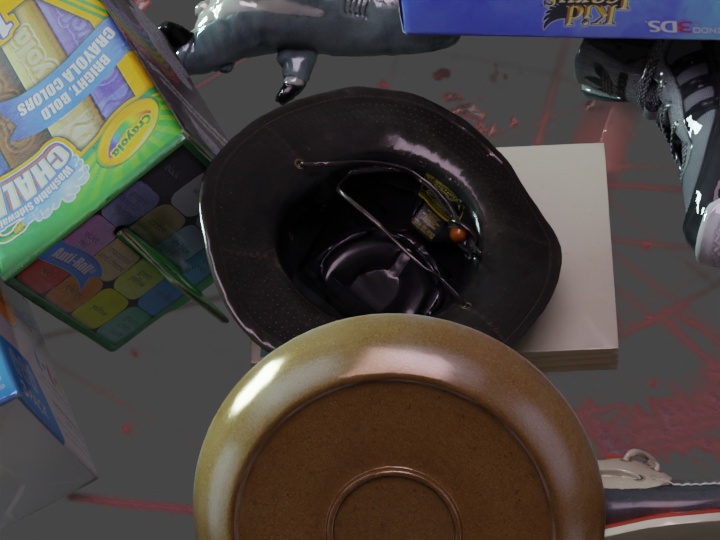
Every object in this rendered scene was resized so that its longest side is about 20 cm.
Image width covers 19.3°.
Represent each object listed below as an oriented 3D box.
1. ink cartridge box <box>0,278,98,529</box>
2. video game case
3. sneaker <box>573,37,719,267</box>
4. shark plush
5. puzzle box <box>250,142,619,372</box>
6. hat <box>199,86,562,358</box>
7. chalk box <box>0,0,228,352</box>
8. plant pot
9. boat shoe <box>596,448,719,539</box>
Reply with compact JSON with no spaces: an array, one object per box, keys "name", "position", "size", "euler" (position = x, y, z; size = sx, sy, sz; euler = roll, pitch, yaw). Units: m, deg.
[{"name":"ink cartridge box","position":[-0.216,0.022,1.108],"size":[0.067,0.115,0.201],"euler":[-27,60,0]},{"name":"video game case","position":[0.139,-0.189,1.188],"size":[0.198,0.046,0.182],"euler":[3,34,18]},{"name":"sneaker","position":[0.171,-0.089,1.167],"size":[0.113,0.076,0.201],"euler":[7,54,11]},{"name":"shark plush","position":[-0.046,-0.138,1.225],"size":[0.198,0.091,0.084],"euler":[-20,89,-12]},{"name":"puzzle box","position":[0.039,-0.005,1.155],"size":[0.198,0.025,0.134],"euler":[-2,59,5]},{"name":"hat","position":[0.000,0.000,1.089],"size":[0.199,0.081,0.202],"euler":[12,50,-14]},{"name":"chalk box","position":[-0.136,-0.047,1.126],"size":[0.123,0.124,0.201],"euler":[-35,59,6]},{"name":"plant pot","position":[0.017,0.121,0.999],"size":[0.198,0.202,0.028],"euler":[-2,16,5]},{"name":"boat shoe","position":[0.121,0.120,1.048],"size":[0.198,0.071,0.063],"euler":[-8,55,6]}]
